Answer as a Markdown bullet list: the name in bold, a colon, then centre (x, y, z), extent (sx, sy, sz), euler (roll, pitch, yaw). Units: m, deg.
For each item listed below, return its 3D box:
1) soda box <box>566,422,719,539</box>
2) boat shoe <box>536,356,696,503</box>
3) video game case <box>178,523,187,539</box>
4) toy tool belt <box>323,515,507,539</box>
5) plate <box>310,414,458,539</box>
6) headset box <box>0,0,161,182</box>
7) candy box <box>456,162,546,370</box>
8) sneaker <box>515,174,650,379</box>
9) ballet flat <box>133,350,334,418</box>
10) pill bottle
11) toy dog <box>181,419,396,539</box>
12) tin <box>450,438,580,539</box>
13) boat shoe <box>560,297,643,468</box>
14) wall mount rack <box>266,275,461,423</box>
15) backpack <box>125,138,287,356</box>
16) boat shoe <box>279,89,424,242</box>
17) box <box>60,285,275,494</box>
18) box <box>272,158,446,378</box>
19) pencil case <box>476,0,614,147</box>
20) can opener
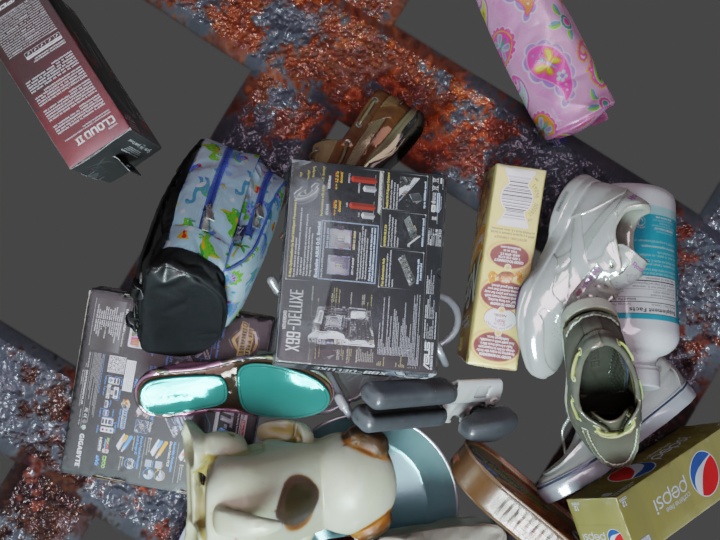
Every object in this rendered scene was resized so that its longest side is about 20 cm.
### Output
- **soda box**: centre (0.303, 0.218, 1.020), extent (0.199, 0.068, 0.064), euler (-19, 89, -36)
- **boat shoe**: centre (0.252, 0.155, 1.066), extent (0.202, 0.075, 0.086), euler (-36, 84, -6)
- **video game case**: centre (-0.139, 0.384, 1.071), extent (0.181, 0.045, 0.201), euler (26, 98, 2)
- **toy tool belt**: centre (0.057, 0.323, 1.021), extent (0.199, 0.125, 0.124), euler (-8, 82, 1)
- **plate**: centre (0.006, 0.251, 1.092), extent (0.199, 0.026, 0.202), euler (0, 90, 1)
- **headset box**: centre (-0.287, -0.179, 1.032), extent (0.075, 0.149, 0.201), euler (-33, 89, 0)
- **candy box**: centre (0.143, -0.003, 1.046), extent (0.055, 0.115, 0.201), euler (9, 90, 1)
- **sneaker**: centre (0.210, 0.011, 0.958), extent (0.099, 0.075, 0.201), euler (20, 92, 37)
- **ballet flat**: centre (-0.126, 0.111, 1.024), extent (0.199, 0.071, 0.070), euler (-3, 109, -2)
- **pill bottle**: centre (0.266, 0.020, 1.032), extent (0.110, 0.111, 0.201), euler (2, 79, 0)
- **toy dog**: centre (-0.063, 0.206, 0.988), extent (0.199, 0.194, 0.140), euler (-3, 82, -20)
- **tin**: centre (0.176, 0.252, 1.050), extent (0.200, 0.112, 0.042), euler (39, 102, 1)
- **boat shoe**: centre (0.228, 0.120, 0.950), extent (0.072, 0.060, 0.202), euler (-13, 125, 9)
- **wall mount rack**: centre (-0.001, 0.055, 1.071), extent (0.199, 0.075, 0.174), euler (-31, 66, -1)
- **backpack**: centre (-0.152, -0.034, 1.022), extent (0.153, 0.163, 0.201), euler (4, 55, -12)
- **boat shoe**: centre (-0.019, -0.107, 1.074), extent (0.074, 0.076, 0.200), euler (41, 82, 5)
- **box**: centre (-0.203, 0.131, 1.081), extent (0.197, 0.050, 0.201), euler (9, 91, -3)
- **box**: centre (0.000, 0.000, 0.992), extent (0.157, 0.050, 0.201), euler (5, 80, -8)
- **pencil case**: centre (0.191, -0.235, 1.065), extent (0.087, 0.087, 0.201), euler (-28, 91, 0)
- **can opener**: centre (0.084, 0.142, 1.025), extent (0.067, 0.199, 0.054), euler (40, 116, 41)
